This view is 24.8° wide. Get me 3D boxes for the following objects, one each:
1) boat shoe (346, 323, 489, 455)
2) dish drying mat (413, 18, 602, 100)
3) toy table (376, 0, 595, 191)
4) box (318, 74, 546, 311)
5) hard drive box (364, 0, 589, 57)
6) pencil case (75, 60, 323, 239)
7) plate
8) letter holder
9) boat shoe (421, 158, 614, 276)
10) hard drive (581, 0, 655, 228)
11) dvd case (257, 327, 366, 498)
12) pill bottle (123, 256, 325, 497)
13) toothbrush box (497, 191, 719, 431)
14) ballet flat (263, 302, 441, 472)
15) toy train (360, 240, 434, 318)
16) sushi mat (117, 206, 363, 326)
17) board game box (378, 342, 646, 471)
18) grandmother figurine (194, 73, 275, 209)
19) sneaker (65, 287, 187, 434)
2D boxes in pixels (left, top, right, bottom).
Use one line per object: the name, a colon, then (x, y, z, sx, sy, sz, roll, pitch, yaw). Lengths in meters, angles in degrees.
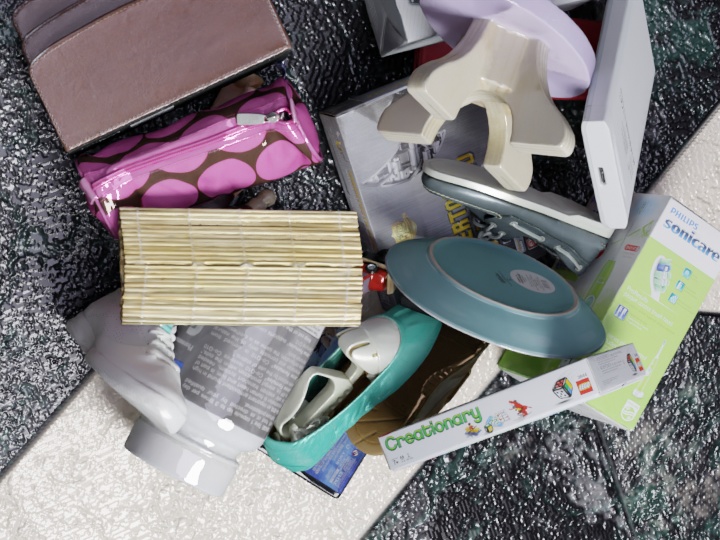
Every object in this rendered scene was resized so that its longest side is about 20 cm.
boat shoe: (0.062, 0.084, 1.479, 0.074, 0.069, 0.200, 41, 87, 15)
dish drying mat: (0.144, -0.200, 1.526, 0.200, 0.018, 0.077, 1, 94, -21)
toy table: (0.109, -0.154, 1.346, 0.200, 0.184, 0.117, 31, 72, -39)
box: (0.067, -0.079, 1.483, 0.158, 0.048, 0.200, -23, 108, -17)
hard drive box: (0.098, -0.292, 1.459, 0.200, 0.077, 0.156, -17, 92, -19)
pencil case: (-0.135, -0.094, 1.344, 0.200, 0.094, 0.091, -23, 95, 3)
plate: (0.118, 0.013, 1.388, 0.200, 0.200, 0.026, 11, 113, -21)
letter holder: (-0.177, -0.201, 1.341, 0.200, 0.101, 0.142, -25, 95, -4)
boat shoe: (0.135, -0.045, 1.452, 0.200, 0.073, 0.062, 17, 107, -27)
hard drive: (0.233, -0.156, 1.469, 0.132, 0.027, 0.200, 69, 29, -45)
dvd case: (-0.062, 0.098, 1.479, 0.200, 0.018, 0.143, 35, 84, -20)
pill bottle: (-0.112, 0.083, 1.388, 0.114, 0.114, 0.200, 31, 84, -20)
toothbrush box: (0.234, 0.033, 1.513, 0.086, 0.146, 0.200, 33, 84, -19)
ballet flat: (-0.011, 0.092, 1.420, 0.200, 0.067, 0.070, -46, 142, 2)
toy train: (0.000, 0.000, 1.434, 0.200, 0.034, 0.046, 20, 55, 14)
sushi mat: (-0.096, -0.003, 1.327, 0.200, 0.012, 0.096, 1, 83, -12)
board game box: (0.129, 0.115, 1.377, 0.200, 0.126, 0.035, -23, 83, 25)
grandmother figurine: (-0.132, -0.076, 1.417, 0.121, 0.061, 0.200, 25, 84, -8)
sneaker: (-0.176, 0.058, 1.334, 0.088, 0.200, 0.075, -43, 125, -5)
